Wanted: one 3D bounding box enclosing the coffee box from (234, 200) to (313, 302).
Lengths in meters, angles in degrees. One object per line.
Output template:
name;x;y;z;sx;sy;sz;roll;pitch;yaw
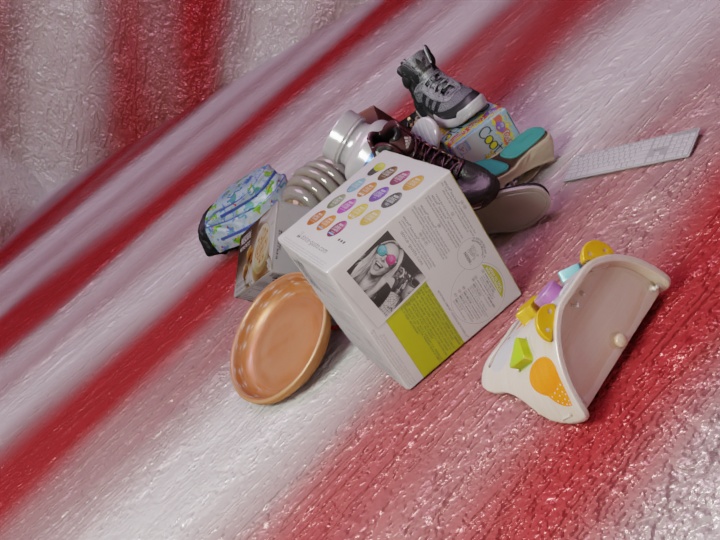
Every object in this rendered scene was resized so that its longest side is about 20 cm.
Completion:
coffee box;-0.134;-0.023;1.555;0.200;0.079;0.115;151;128;-63

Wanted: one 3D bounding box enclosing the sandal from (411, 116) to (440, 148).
sandal;0.103;-0.164;1.569;0.059;0.079;0.207;-19;-30;-31

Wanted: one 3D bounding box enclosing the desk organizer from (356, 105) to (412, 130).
desk organizer;0.049;-0.204;1.638;0.071;0.078;0.200;-25;-19;22

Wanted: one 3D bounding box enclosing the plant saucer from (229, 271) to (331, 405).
plant saucer;-0.110;0.100;1.394;0.199;0.037;0.201;-27;48;35

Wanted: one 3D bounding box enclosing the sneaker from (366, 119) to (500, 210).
sneaker;0.088;-0.147;1.325;0.199;0.116;0.076;17;71;31

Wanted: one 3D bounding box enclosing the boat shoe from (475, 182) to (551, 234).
boat shoe;0.184;-0.083;1.379;0.199;0.074;0.061;-28;27;38

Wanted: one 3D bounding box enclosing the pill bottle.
pill bottle;0.046;-0.159;1.477;0.113;0.199;0.112;-55;-7;-10

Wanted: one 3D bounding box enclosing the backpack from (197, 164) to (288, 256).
backpack;-0.218;-0.125;1.950;0.199;0.155;0.163;-4;29;30

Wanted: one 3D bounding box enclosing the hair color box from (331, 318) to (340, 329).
hair color box;0.000;0.000;1.481;0.101;0.061;0.200;-16;29;40

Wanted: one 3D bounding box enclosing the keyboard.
keyboard;0.369;-0.157;1.335;0.199;0.011;0.056;-9;35;48

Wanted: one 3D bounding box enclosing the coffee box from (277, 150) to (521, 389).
coffee box;0.048;-0.008;1.249;0.197;0.201;0.200;-39;25;-9

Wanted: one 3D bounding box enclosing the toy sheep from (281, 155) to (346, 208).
toy sheep;-0.067;-0.135;1.743;0.137;0.138;0.200;-6;37;50

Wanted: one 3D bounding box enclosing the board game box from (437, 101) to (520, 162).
board game box;0.181;-0.206;1.569;0.103;0.105;0.200;-36;22;-1

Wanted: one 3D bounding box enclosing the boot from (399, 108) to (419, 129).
boot;0.064;-0.233;1.762;0.150;0.074;0.200;-33;-3;17

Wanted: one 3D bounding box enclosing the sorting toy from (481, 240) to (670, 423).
sorting toy;0.206;0.068;1.053;0.200;0.107;0.180;-49;7;-29

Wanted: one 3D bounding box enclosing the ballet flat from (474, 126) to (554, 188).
ballet flat;0.212;-0.143;1.434;0.199;0.070;0.069;-31;20;-22

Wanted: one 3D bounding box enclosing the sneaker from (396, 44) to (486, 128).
sneaker;0.120;-0.294;1.543;0.075;0.114;0.200;-40;23;-9
